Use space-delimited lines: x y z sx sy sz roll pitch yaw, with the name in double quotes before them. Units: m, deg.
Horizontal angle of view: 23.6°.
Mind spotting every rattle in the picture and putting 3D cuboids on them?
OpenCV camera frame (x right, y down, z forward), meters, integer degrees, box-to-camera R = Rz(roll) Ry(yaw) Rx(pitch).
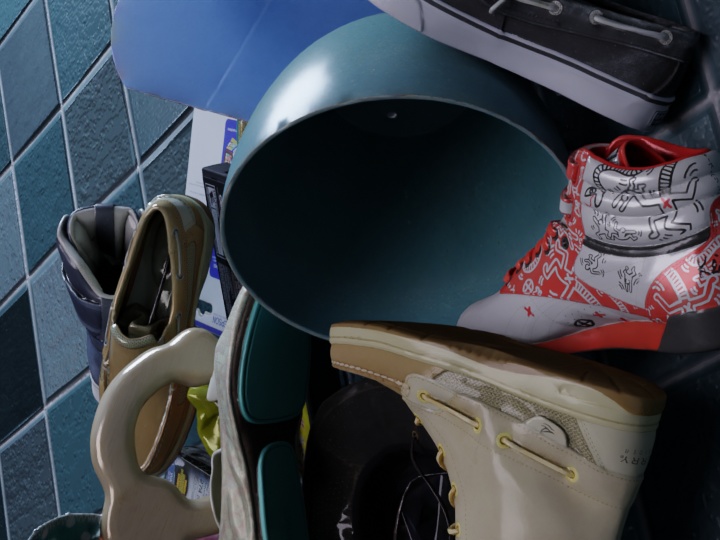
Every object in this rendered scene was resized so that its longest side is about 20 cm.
"rattle" -0.143 0.138 1.121 0.201 0.130 0.143 -57 25 -13

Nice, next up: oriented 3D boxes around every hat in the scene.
"hat" 0.050 0.150 1.017 0.200 0.081 0.202 6 98 49

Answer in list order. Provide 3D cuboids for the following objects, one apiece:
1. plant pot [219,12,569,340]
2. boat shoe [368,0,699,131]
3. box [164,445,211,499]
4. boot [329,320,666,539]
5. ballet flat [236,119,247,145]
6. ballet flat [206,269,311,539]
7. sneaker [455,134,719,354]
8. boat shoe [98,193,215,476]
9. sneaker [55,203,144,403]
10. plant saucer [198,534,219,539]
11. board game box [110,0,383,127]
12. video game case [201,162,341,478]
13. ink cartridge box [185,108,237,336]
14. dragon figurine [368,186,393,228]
"plant pot" 0.023 -0.070 0.988 0.200 0.199 0.135 -52 26 41
"boat shoe" 0.081 -0.145 0.907 0.199 0.074 0.068 27 112 7
"box" -0.111 0.247 1.289 0.137 0.040 0.201 19 105 54
"boot" 0.056 0.112 0.901 0.199 0.073 0.156 14 100 34
"ballet flat" -0.046 -0.144 1.190 0.071 0.070 0.201 8 95 56
"ballet flat" -0.069 0.096 1.042 0.062 0.067 0.201 -2 87 41
"sneaker" 0.119 -0.012 0.908 0.201 0.067 0.109 -6 100 51
"boat shoe" -0.150 0.047 1.178 0.071 0.076 0.201 7 96 12
"sneaker" -0.184 -0.016 1.306 0.203 0.076 0.147 -103 6 -47
"plant saucer" -0.049 0.253 1.139 0.201 0.051 0.201 45 147 39
"board game box" -0.062 -0.152 1.123 0.039 0.199 0.159 76 -145 -56
"video game case" -0.056 0.034 1.149 0.181 0.025 0.201 -157 57 -69
"ink cartridge box" -0.094 -0.055 1.278 0.099 0.039 0.201 19 103 56
"dragon figurine" 0.000 0.000 1.114 0.099 0.059 0.201 -8 84 57
